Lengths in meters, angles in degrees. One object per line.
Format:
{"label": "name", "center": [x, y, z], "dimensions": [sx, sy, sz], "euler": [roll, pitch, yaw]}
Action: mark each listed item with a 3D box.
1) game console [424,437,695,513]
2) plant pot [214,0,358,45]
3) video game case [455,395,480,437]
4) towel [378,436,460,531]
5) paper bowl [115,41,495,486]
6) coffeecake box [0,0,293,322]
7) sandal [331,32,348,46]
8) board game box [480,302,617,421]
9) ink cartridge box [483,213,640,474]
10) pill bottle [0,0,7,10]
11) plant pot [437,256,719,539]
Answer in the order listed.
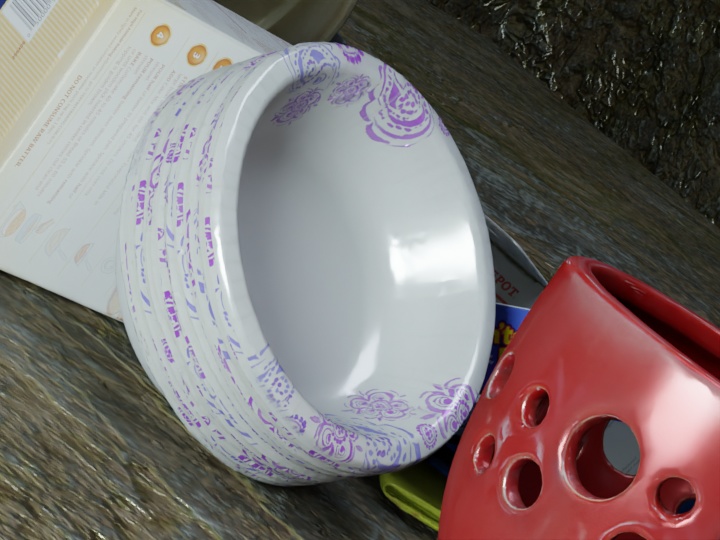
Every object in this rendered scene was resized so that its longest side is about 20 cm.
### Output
{"label": "game console", "center": [0.149, 0.106, 1.562], "dimensions": [0.200, 0.171, 0.119], "euler": [19, 45, -55]}
{"label": "plant pot", "center": [-0.117, -0.206, 1.652], "dimensions": [0.200, 0.200, 0.174], "euler": [23, 37, -52]}
{"label": "video game case", "center": [-0.024, 0.032, 1.628], "dimensions": [0.200, 0.022, 0.182], "euler": [33, 7, 31]}
{"label": "towel", "center": [0.040, 0.108, 1.573], "dimensions": [0.086, 0.018, 0.200], "euler": [30, 10, -9]}
{"label": "paper bowl", "center": [-0.035, 0.000, 1.387], "dimensions": [0.104, 0.201, 0.200], "euler": [-12, -26, 39]}
{"label": "coffeecake box", "center": [-0.103, -0.058, 1.461], "dimensions": [0.200, 0.154, 0.073], "euler": [26, 14, -45]}
{"label": "sandal", "center": [-0.052, -0.092, 1.800], "dimensions": [0.076, 0.043, 0.200], "euler": [10, 45, 10]}
{"label": "board game box", "center": [0.118, 0.051, 1.505], "dimensions": [0.200, 0.045, 0.134], "euler": [10, -3, 26]}
{"label": "ink cartridge box", "center": [0.085, 0.040, 1.728], "dimensions": [0.115, 0.068, 0.200], "euler": [43, -6, 49]}
{"label": "pill bottle", "center": [-0.210, -0.122, 1.470], "dimensions": [0.200, 0.112, 0.112], "euler": [16, 20, -41]}
{"label": "plant pot", "center": [0.122, 0.118, 1.285], "dimensions": [0.200, 0.183, 0.200], "euler": [34, 10, -7]}
